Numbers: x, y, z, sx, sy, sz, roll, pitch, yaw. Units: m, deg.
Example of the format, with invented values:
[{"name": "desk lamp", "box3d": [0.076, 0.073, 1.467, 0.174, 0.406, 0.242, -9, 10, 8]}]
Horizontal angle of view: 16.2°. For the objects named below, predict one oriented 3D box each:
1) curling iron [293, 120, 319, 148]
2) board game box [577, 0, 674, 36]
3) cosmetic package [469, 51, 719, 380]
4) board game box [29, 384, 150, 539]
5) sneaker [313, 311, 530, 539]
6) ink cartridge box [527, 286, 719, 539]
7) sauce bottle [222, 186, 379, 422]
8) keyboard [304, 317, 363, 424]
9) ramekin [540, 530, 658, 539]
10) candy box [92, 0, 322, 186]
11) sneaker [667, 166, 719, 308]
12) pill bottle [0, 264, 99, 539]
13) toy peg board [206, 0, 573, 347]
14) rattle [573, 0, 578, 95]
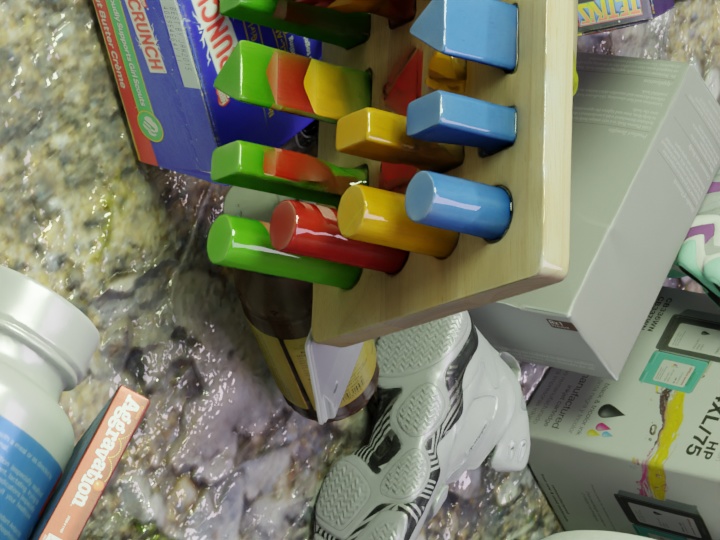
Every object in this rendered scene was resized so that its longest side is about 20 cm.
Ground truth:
[{"name": "curling iron", "box3d": [0.017, -0.145, 1.509, 0.200, 0.025, 0.050, -53, 154, -32]}, {"name": "board game box", "box3d": [0.145, -0.231, 1.531, 0.200, 0.056, 0.167, -39, 117, -77]}, {"name": "cosmetic package", "box3d": [0.149, -0.038, 1.639, 0.090, 0.106, 0.201, 46, 65, -45]}, {"name": "board game box", "box3d": [-0.150, 0.125, 1.264, 0.019, 0.200, 0.103, 30, 71, -5]}, {"name": "sneaker", "box3d": [0.045, 0.123, 1.570, 0.115, 0.075, 0.201, 34, 69, -46]}, {"name": "ink cartridge box", "box3d": [0.239, 0.117, 1.709, 0.147, 0.199, 0.146, -55, 135, -27]}, {"name": "sauce bottle", "box3d": [-0.034, 0.015, 1.413, 0.065, 0.064, 0.200, -60, 158, -22]}, {"name": "keyboard", "box3d": [0.000, 0.000, 1.408, 0.201, 0.011, 0.057, -69, 150, -49]}, {"name": "ramekin", "box3d": [0.179, 0.246, 1.679, 0.202, 0.201, 0.095, 44, 54, -46]}, {"name": "candy box", "box3d": [-0.054, -0.170, 1.380, 0.200, 0.077, 0.170, -41, 130, -39]}, {"name": "sneaker", "box3d": [0.256, -0.048, 1.675, 0.140, 0.200, 0.078, -53, 132, -4]}, {"name": "pill bottle", "box3d": [-0.206, 0.100, 1.226, 0.112, 0.112, 0.201, 47, 64, -45]}, {"name": "toy peg board", "box3d": [0.006, -0.082, 1.246, 0.097, 0.199, 0.202, 10, 74, -32]}, {"name": "rattle", "box3d": [0.062, -0.190, 1.394, 0.130, 0.142, 0.202, -9, 97, -63]}]
